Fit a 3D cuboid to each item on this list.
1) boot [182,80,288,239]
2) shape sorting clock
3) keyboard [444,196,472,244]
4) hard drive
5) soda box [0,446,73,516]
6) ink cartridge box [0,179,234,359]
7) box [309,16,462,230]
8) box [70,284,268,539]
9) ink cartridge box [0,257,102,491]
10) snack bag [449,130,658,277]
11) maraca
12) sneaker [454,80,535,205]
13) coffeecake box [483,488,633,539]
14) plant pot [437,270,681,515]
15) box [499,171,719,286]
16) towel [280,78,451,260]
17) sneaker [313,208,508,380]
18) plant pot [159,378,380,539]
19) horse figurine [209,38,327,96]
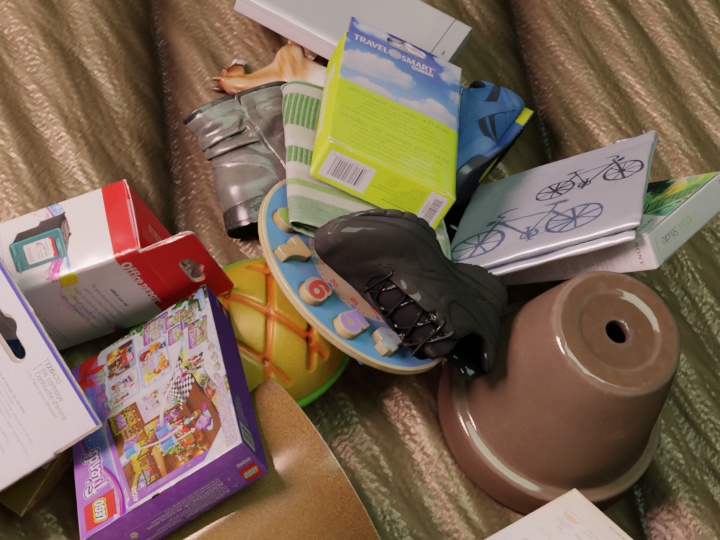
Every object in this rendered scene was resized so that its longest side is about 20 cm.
[{"bbox_3d":[-0.051,-0.114,1.405,0.199,0.068,0.131,-14,80,-22],"label":"boot"},{"bbox_3d":[0.000,0.000,1.295,0.200,0.039,0.200,33,30,-23],"label":"shape sorting clock"},{"bbox_3d":[0.048,-0.007,1.414,0.104,0.040,0.200,34,48,12],"label":"keyboard"},{"bbox_3d":[-0.004,-0.241,1.494,0.200,0.027,0.132,28,44,5],"label":"hard drive"},{"bbox_3d":[-0.313,0.099,1.203,0.200,0.064,0.068,35,101,5],"label":"soda box"},{"bbox_3d":[-0.213,-0.002,1.229,0.199,0.116,0.067,-18,64,6],"label":"ink cartridge box"},{"bbox_3d":[0.025,-0.131,1.353,0.122,0.048,0.200,24,37,-13],"label":"box"},{"bbox_3d":[-0.148,0.110,1.157,0.137,0.039,0.200,-32,35,8],"label":"box"},{"bbox_3d":[-0.312,0.078,1.147,0.200,0.047,0.198,-32,89,10],"label":"ink cartridge box"},{"bbox_3d":[0.165,-0.053,1.361,0.021,0.188,0.200,65,24,-20],"label":"snack bag"},{"bbox_3d":[-0.098,0.064,1.283,0.200,0.107,0.137,-27,70,-19],"label":"maraca"},{"bbox_3d":[0.098,-0.124,1.447,0.078,0.066,0.200,38,33,2],"label":"sneaker"},{"bbox_3d":[0.141,0.280,1.219,0.200,0.073,0.153,-24,43,-27],"label":"coffeecake box"},{"bbox_3d":[0.186,0.090,1.317,0.199,0.175,0.201,8,60,-14],"label":"plant pot"},{"bbox_3d":[0.205,-0.035,1.371,0.144,0.200,0.036,-35,111,-45],"label":"box"},{"bbox_3d":[0.002,-0.083,1.341,0.152,0.023,0.200,18,39,-21],"label":"towel"},{"bbox_3d":[0.045,0.020,1.237,0.200,0.076,0.091,29,47,-31],"label":"sneaker"},{"bbox_3d":[-0.105,0.211,1.167,0.200,0.186,0.187,-30,73,-14],"label":"plant pot"},{"bbox_3d":[-0.024,-0.174,1.474,0.200,0.050,0.133,31,50,5],"label":"horse figurine"}]
